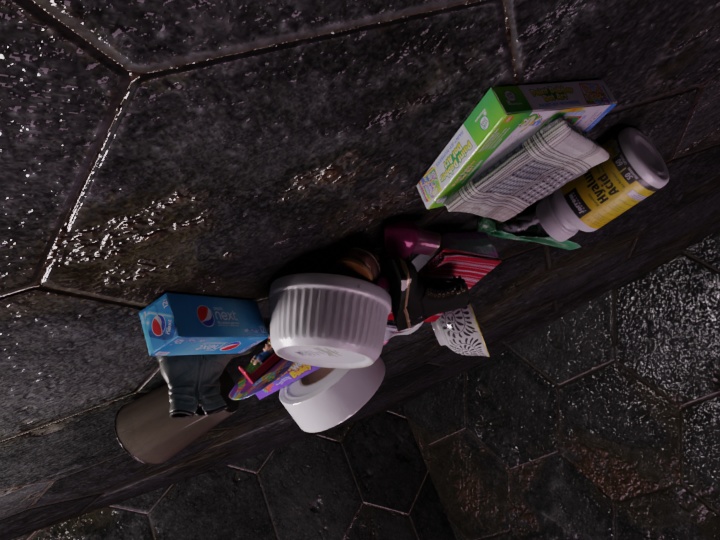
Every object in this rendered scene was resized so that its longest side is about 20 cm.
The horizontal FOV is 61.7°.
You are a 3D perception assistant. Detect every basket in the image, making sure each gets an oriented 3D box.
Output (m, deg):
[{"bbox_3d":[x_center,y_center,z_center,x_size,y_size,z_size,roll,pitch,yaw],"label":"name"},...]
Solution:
[{"bbox_3d":[-0.354,0.281,1.212,0.198,0.137,0.180,-31,156,11],"label":"basket"}]

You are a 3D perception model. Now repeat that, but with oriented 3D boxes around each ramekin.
[{"bbox_3d":[-0.051,0.087,0.955,0.197,0.107,0.201,5,161,2],"label":"ramekin"}]

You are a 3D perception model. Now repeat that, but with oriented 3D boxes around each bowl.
[{"bbox_3d":[0.202,0.106,1.305,0.093,0.203,0.201,-22,163,8],"label":"bowl"}]

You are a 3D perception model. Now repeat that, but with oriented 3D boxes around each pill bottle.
[{"bbox_3d":[0.396,-0.135,1.010,0.110,0.113,0.200,-7,155,-42],"label":"pill bottle"}]

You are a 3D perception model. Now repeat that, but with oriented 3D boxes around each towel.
[{"bbox_3d":[0.139,0.032,1.070,0.143,0.023,0.200,6,142,-35],"label":"towel"},{"bbox_3d":[0.233,-0.124,0.828,0.192,0.035,0.199,-35,159,31],"label":"towel"}]

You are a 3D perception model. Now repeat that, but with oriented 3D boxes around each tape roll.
[{"bbox_3d":[-0.053,0.205,1.132,0.201,0.071,0.203,-33,-164,10],"label":"tape roll"}]

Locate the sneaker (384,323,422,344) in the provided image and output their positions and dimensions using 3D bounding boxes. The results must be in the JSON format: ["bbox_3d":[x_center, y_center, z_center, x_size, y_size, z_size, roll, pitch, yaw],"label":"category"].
[{"bbox_3d":[0.062,0.115,1.355,0.200,0.081,0.086,-40,146,27],"label":"sneaker"}]

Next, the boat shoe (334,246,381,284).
[{"bbox_3d":[0.000,0.000,0.982,0.071,0.070,0.200,-58,174,-17],"label":"boat shoe"}]

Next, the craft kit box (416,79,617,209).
[{"bbox_3d":[0.200,-0.163,0.797,0.195,0.049,0.200,-16,161,-31],"label":"craft kit box"}]

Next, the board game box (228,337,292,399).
[{"bbox_3d":[-0.183,0.161,1.147,0.157,0.039,0.201,-27,-162,26],"label":"board game box"}]

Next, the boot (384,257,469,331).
[{"bbox_3d":[0.114,0.021,0.963,0.136,0.079,0.201,-15,158,-3],"label":"boot"}]

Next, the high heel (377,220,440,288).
[{"bbox_3d":[0.045,-0.027,0.993,0.095,0.068,0.200,11,150,-20],"label":"high heel"}]

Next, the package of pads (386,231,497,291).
[{"bbox_3d":[0.151,0.003,1.147,0.119,0.077,0.200,-2,152,-40],"label":"package of pads"}]

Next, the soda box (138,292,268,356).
[{"bbox_3d":[-0.229,0.083,0.906,0.064,0.069,0.199,-30,161,22],"label":"soda box"}]

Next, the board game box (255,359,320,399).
[{"bbox_3d":[-0.116,0.157,1.181,0.198,0.045,0.135,-30,-163,20],"label":"board game box"}]

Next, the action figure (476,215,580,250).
[{"bbox_3d":[0.294,-0.077,1.102,0.197,0.056,0.118,3,-168,-28],"label":"action figure"}]

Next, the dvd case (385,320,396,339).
[{"bbox_3d":[-0.020,0.144,1.325,0.146,0.016,0.200,12,149,-16],"label":"dvd case"}]

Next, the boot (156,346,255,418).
[{"bbox_3d":[-0.259,0.188,1.062,0.198,0.132,0.068,-5,156,-44],"label":"boot"}]
